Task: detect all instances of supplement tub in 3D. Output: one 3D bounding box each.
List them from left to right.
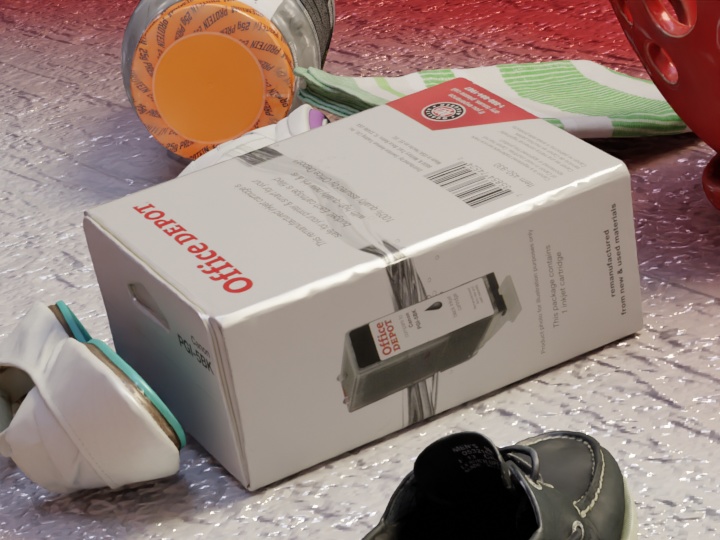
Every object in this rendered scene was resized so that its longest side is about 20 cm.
[{"bbox_3d":[-0.081,-0.141,1.453,0.122,0.123,0.200,-11,18,7],"label":"supplement tub"}]

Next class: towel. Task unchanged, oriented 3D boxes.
[{"bbox_3d":[0.080,-0.093,1.276,0.199,0.024,0.152,-2,14,-25],"label":"towel"}]

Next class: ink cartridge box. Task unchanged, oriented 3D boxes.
[{"bbox_3d":[0.000,0.000,1.017,0.199,0.083,0.147,-21,29,-21],"label":"ink cartridge box"}]

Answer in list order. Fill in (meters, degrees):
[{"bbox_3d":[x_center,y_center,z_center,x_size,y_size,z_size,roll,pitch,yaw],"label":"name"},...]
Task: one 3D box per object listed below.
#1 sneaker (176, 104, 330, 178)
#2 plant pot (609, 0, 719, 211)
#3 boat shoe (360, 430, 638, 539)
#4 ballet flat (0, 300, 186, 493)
[{"bbox_3d":[-0.059,-0.024,1.202,0.099,0.075,0.200,-22,11,12],"label":"sneaker"},{"bbox_3d":[0.218,-0.128,1.086,0.199,0.184,0.201,-20,14,5],"label":"plant pot"},{"bbox_3d":[0.037,0.089,0.782,0.074,0.067,0.199,-1,22,33],"label":"boat shoe"},{"bbox_3d":[-0.125,0.062,1.001,0.069,0.070,0.200,-18,15,-15],"label":"ballet flat"}]
